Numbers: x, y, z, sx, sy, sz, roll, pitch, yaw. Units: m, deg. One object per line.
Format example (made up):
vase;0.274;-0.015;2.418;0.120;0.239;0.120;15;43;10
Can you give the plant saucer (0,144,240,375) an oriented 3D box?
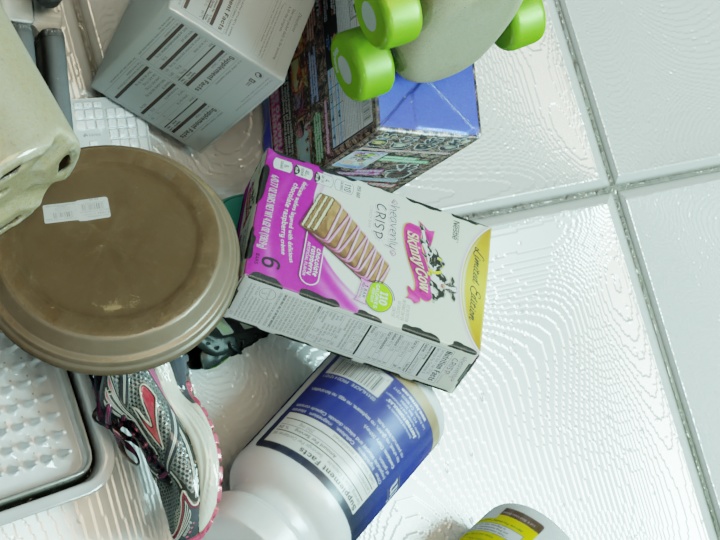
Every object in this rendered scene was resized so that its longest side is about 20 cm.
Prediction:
plant saucer;-0.188;-0.015;1.478;0.198;0.030;0.201;3;58;-4

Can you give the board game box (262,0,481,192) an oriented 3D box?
board game box;0.002;-0.155;1.628;0.096;0.200;0.161;3;74;-28

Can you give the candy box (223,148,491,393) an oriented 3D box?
candy box;0.000;0.000;1.565;0.199;0.061;0.137;19;49;-13

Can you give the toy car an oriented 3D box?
toy car;0.038;-0.255;1.484;0.163;0.158;0.201;-20;74;-21

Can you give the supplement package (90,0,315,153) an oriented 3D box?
supplement package;-0.109;-0.226;1.604;0.110;0.156;0.201;31;58;-18

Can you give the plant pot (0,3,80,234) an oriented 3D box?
plant pot;-0.303;-0.120;1.412;0.200;0.201;0.184;-33;80;-34

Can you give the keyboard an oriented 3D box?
keyboard;-0.257;-0.106;1.571;0.199;0.011;0.057;-7;79;-32

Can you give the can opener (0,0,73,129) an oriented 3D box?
can opener;-0.254;-0.178;1.560;0.052;0.066;0.202;3;73;-29

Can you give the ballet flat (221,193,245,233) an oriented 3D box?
ballet flat;-0.038;-0.023;1.647;0.198;0.062;0.068;2;53;-25

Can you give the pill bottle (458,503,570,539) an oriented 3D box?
pill bottle;0.086;0.286;1.601;0.200;0.109;0.110;-38;96;-33

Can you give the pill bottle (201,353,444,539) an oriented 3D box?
pill bottle;-0.032;0.158;1.564;0.116;0.116;0.200;50;58;-9

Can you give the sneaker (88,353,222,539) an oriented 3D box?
sneaker;-0.162;0.111;1.491;0.074;0.081;0.201;-16;82;-28

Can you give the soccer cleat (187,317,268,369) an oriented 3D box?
soccer cleat;-0.104;0.039;1.594;0.198;0.067;0.082;-1;85;-25

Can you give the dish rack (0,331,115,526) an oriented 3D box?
dish rack;-0.286;0.090;1.475;0.171;0.043;0.201;-16;84;-34
